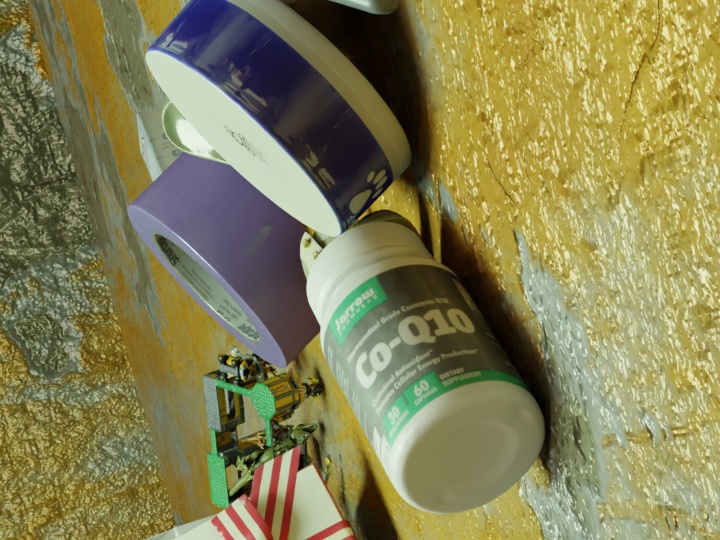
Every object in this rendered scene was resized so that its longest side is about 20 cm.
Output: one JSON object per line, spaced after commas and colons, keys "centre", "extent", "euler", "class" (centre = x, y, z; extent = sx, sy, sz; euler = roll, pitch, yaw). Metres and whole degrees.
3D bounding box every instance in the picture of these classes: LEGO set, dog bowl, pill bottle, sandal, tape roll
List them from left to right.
{"centre": [-0.108, -0.013, 1.820], "extent": [0.200, 0.085, 0.200], "euler": [42, 167, 12], "class": "tape roll"}
{"centre": [-0.089, -0.110, 1.697], "extent": [0.200, 0.057, 0.080], "euler": [4, 111, 33], "class": "sandal"}
{"centre": [-0.061, -0.120, 1.508], "extent": [0.200, 0.079, 0.200], "euler": [41, 169, 9], "class": "dog bowl"}
{"centre": [-0.077, 0.167, 2.097], "extent": [0.153, 0.116, 0.201], "euler": [3, 107, 49], "class": "LEGO set"}
{"centre": [0.039, 0.063, 1.428], "extent": [0.200, 0.112, 0.114], "euler": [-121, 20, -45], "class": "pill bottle"}

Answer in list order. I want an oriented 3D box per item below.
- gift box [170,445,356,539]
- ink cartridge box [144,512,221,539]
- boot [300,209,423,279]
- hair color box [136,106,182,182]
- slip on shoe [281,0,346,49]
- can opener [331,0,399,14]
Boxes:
{"centre": [-0.060, 0.291, 1.932], "extent": [0.185, 0.199, 0.187], "euler": [55, 174, 23], "class": "gift box"}
{"centre": [-0.136, 0.315, 2.231], "extent": [0.117, 0.199, 0.068], "euler": [93, 157, -53], "class": "ink cartridge box"}
{"centre": [0.000, 0.000, 1.614], "extent": [0.155, 0.072, 0.201], "euler": [-116, 16, -45], "class": "boot"}
{"centre": [-0.146, -0.080, 2.042], "extent": [0.061, 0.098, 0.201], "euler": [91, 159, -53], "class": "hair color box"}
{"centre": [-0.037, -0.185, 1.545], "extent": [0.061, 0.076, 0.200], "euler": [60, 165, 1], "class": "slip on shoe"}
{"centre": [-0.061, -0.221, 1.423], "extent": [0.199, 0.066, 0.053], "euler": [21, 108, 26], "class": "can opener"}
